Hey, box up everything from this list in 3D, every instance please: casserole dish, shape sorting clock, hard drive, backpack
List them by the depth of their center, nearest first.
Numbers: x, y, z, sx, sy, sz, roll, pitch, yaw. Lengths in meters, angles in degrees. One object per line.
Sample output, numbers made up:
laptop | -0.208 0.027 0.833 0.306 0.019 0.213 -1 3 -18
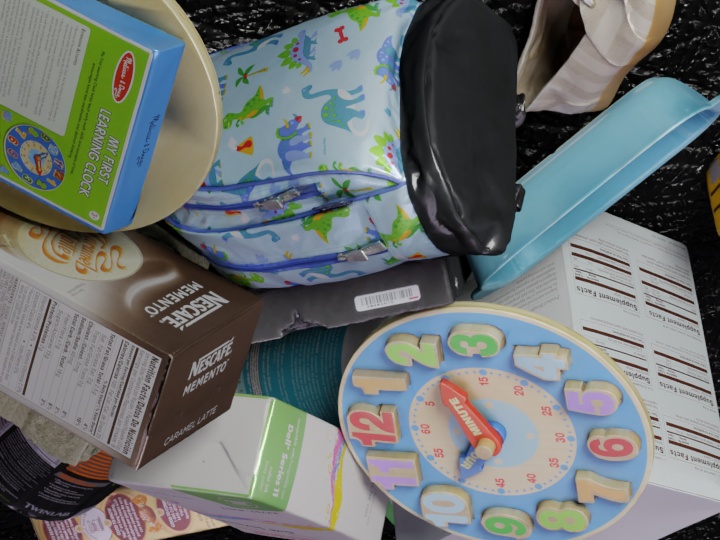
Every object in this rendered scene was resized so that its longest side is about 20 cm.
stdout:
shape sorting clock | -0.167 -0.104 1.143 0.199 0.039 0.201 14 131 17
backpack | -0.022 -0.069 1.220 0.199 0.164 0.154 -21 141 39
casserole dish | 0.136 -0.056 1.304 0.200 0.039 0.121 -40 170 14
shape sorting clock | 0.081 0.100 1.317 0.199 0.039 0.201 13 133 14
hard drive | 0.000 0.000 1.348 0.139 0.038 0.200 -11 -173 11

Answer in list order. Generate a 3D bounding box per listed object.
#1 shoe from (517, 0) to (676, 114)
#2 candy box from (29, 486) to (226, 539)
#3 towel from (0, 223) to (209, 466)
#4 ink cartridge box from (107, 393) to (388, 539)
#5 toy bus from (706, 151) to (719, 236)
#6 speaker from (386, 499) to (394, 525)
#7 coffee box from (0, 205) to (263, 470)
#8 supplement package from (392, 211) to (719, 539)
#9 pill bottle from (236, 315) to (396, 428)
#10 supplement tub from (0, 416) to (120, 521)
shoe | 0.128 -0.142 1.182 0.053 0.070 0.200 -8 156 -14
candy box | -0.143 0.152 1.627 0.199 0.116 0.056 -12 114 11
towel | -0.196 0.026 1.351 0.148 0.037 0.200 30 123 -4
ink cartridge box | -0.056 0.134 1.394 0.117 0.068 0.200 3 164 33
toy bus | 0.285 -0.083 1.318 0.065 0.079 0.200 3 151 -16
speaker | 0.105 0.145 1.706 0.200 0.089 0.088 -27 146 34
coffee box | -0.172 0.020 1.230 0.199 0.114 0.080 27 116 15
supplement package | 0.130 0.090 1.484 0.147 0.201 0.191 18 144 -38
pill bottle | 0.004 0.063 1.438 0.110 0.111 0.200 18 166 -38
supplement tub | -0.184 0.086 1.494 0.122 0.123 0.200 13 147 -32
